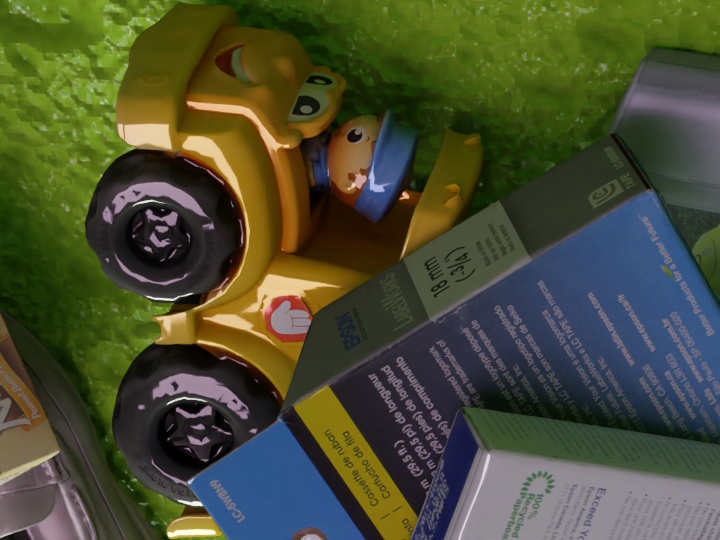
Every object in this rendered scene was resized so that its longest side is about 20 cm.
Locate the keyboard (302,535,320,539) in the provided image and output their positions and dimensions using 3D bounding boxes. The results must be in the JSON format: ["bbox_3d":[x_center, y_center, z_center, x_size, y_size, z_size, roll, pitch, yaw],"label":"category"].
[{"bbox_3d":[-0.034,0.172,1.298,0.056,0.011,0.201,20,124,15],"label":"keyboard"}]

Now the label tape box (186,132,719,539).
[{"bbox_3d":[0.049,0.063,1.053,0.200,0.063,0.144,-31,117,3],"label":"label tape box"}]

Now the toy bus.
[{"bbox_3d":[0.000,0.000,1.112,0.191,0.136,0.201,0,117,14],"label":"toy bus"}]

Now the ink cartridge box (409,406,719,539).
[{"bbox_3d":[0.099,0.155,1.051,0.199,0.041,0.200,12,114,-20],"label":"ink cartridge box"}]

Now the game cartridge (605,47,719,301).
[{"bbox_3d":[0.151,0.012,1.118,0.133,0.041,0.201,12,122,19],"label":"game cartridge"}]

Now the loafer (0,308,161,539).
[{"bbox_3d":[-0.151,0.095,1.257,0.070,0.070,0.200,-25,105,33],"label":"loafer"}]

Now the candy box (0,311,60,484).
[{"bbox_3d":[-0.222,0.062,1.225,0.200,0.055,0.116,-28,85,48],"label":"candy box"}]
